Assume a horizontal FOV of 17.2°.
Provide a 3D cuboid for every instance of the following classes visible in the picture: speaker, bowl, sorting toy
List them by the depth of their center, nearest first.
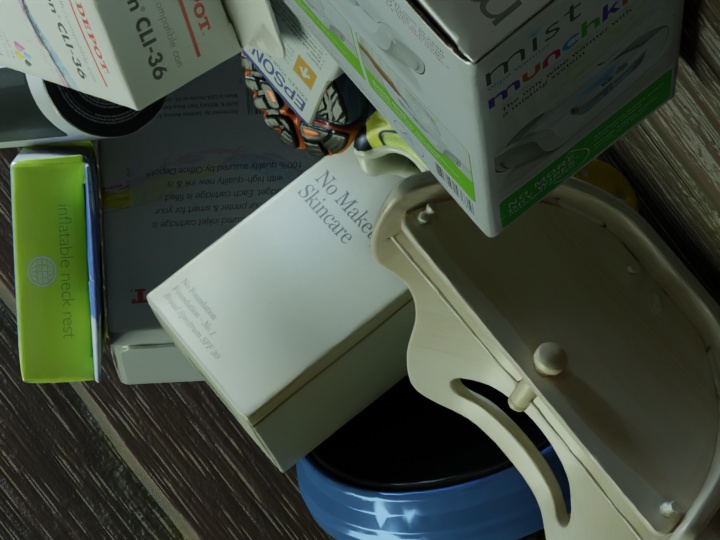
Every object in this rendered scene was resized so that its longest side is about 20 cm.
[{"bbox_3d":[0.087,0.057,1.109,0.200,0.107,0.180,51,149,13],"label":"sorting toy"},{"bbox_3d":[0.057,0.073,1.276,0.201,0.200,0.039,42,156,57],"label":"bowl"},{"bbox_3d":[-0.186,-0.110,1.349,0.081,0.081,0.200,54,155,-21],"label":"speaker"}]

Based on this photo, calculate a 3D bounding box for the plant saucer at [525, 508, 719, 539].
[{"bbox_3d":[0.174,0.178,1.344,0.200,0.032,0.200,23,146,16],"label":"plant saucer"}]

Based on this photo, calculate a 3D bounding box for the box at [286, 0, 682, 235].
[{"bbox_3d":[0.013,-0.135,0.828,0.200,0.097,0.177,50,173,17],"label":"box"}]

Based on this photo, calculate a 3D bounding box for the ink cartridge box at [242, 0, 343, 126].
[{"bbox_3d":[-0.050,-0.189,1.049,0.196,0.043,0.200,50,156,11],"label":"ink cartridge box"}]

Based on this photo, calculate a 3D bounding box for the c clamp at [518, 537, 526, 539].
[{"bbox_3d":[0.072,0.150,1.405,0.171,0.027,0.200,63,175,7],"label":"c clamp"}]

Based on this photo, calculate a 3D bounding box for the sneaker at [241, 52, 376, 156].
[{"bbox_3d":[-0.037,-0.160,1.203,0.075,0.078,0.201,-2,115,40],"label":"sneaker"}]

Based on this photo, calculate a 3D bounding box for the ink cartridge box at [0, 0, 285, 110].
[{"bbox_3d":[-0.126,-0.147,1.106,0.200,0.067,0.117,20,136,52],"label":"ink cartridge box"}]

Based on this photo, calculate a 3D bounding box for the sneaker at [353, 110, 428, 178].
[{"bbox_3d":[0.077,-0.017,1.178,0.200,0.076,0.075,48,171,19],"label":"sneaker"}]

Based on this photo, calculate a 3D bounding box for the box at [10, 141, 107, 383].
[{"bbox_3d":[-0.168,-0.007,1.342,0.200,0.047,0.122,-131,38,-82],"label":"box"}]

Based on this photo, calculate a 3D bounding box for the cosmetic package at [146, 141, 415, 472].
[{"bbox_3d":[0.000,0.000,1.260,0.104,0.200,0.073,46,172,31],"label":"cosmetic package"}]

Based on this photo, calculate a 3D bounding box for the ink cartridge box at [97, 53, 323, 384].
[{"bbox_3d":[-0.081,-0.043,1.424,0.145,0.145,0.201,100,167,-74],"label":"ink cartridge box"}]
